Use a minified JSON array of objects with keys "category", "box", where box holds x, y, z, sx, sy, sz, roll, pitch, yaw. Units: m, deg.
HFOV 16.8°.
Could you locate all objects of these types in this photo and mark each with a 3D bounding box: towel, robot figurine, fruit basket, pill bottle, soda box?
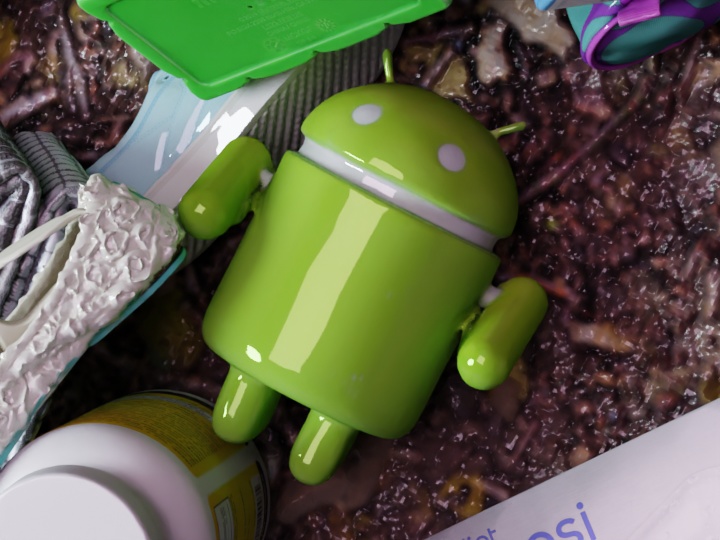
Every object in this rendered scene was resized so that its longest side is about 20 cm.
[{"category":"towel","box":[-0.205,0.025,1.222,0.085,0.166,0.201,21,96,-21]},{"category":"robot figurine","box":[0.000,0.000,1.167,0.175,0.116,0.201,28,93,6]},{"category":"fruit basket","box":[-0.024,-0.199,1.158,0.215,0.155,0.216,-27,45,30]},{"category":"pill bottle","box":[-0.114,0.122,1.143,0.112,0.200,0.113,1,94,9]},{"category":"soda box","box":[0.133,0.116,1.128,0.199,0.063,0.069,-27,75,17]}]

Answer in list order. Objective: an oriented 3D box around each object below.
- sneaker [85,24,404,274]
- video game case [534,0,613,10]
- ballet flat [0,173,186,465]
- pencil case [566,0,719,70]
[{"category":"sneaker","box":[-0.068,-0.090,1.230,0.200,0.074,0.082,-43,66,6]},{"category":"video game case","box":[0.152,-0.198,1.115,0.199,0.018,0.144,-10,76,-22]},{"category":"ballet flat","box":[-0.164,0.036,1.116,0.072,0.072,0.200,38,82,21]},{"category":"pencil case","box":[0.113,-0.200,1.160,0.085,0.092,0.201,-21,77,12]}]
